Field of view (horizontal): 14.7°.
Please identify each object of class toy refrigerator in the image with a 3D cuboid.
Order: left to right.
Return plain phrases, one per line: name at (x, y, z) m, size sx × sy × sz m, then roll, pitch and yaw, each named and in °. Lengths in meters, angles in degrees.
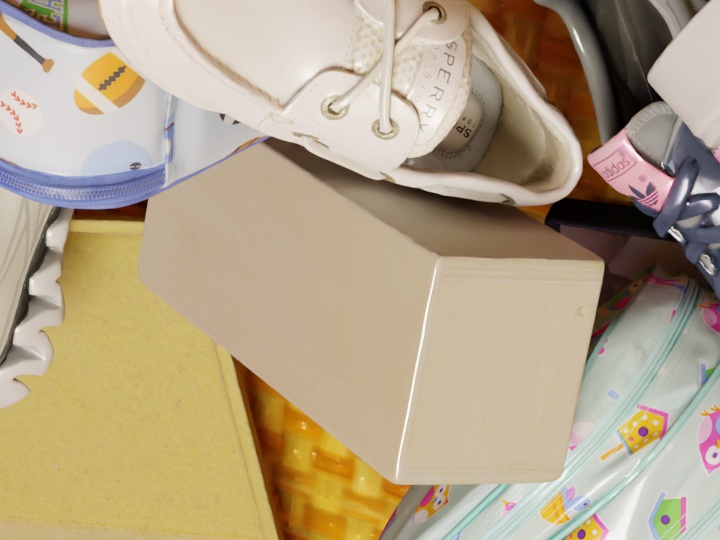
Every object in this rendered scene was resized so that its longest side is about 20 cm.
toy refrigerator at (0.000, 0.000, 0.938) m, size 0.200 × 0.070 × 0.076 m, roll 33°, pitch 117°, yaw 56°

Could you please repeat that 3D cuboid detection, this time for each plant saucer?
plant saucer at (-0.122, 0.052, 1.127) m, size 0.200 × 0.048 × 0.200 m, roll 2°, pitch 123°, yaw 24°

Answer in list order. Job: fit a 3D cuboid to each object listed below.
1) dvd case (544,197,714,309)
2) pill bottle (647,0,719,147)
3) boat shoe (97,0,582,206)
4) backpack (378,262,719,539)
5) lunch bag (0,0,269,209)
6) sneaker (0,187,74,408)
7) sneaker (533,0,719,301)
dvd case at (0.140, 0.069, 1.028) m, size 0.142 × 0.018 × 0.200 m, roll 8°, pitch 126°, yaw 20°
pill bottle at (0.179, -0.011, 0.805) m, size 0.200 × 0.111 × 0.111 m, roll 47°, pitch 131°, yaw 6°
boat shoe at (0.005, -0.064, 0.822) m, size 0.069 × 0.200 × 0.071 m, roll 26°, pitch 93°, yaw 36°
backpack at (0.081, 0.098, 0.967) m, size 0.127 × 0.167 × 0.200 m, roll 39°, pitch 120°, yaw -9°
lunch bag at (-0.078, -0.099, 0.899) m, size 0.160 × 0.200 × 0.076 m, roll 24°, pitch 126°, yaw 30°
sneaker at (-0.135, -0.044, 1.009) m, size 0.075 × 0.081 × 0.200 m, roll 16°, pitch 98°, yaw 25°
sneaker at (0.113, -0.019, 0.885) m, size 0.070 × 0.082 × 0.200 m, roll -41°, pitch 67°, yaw 51°
